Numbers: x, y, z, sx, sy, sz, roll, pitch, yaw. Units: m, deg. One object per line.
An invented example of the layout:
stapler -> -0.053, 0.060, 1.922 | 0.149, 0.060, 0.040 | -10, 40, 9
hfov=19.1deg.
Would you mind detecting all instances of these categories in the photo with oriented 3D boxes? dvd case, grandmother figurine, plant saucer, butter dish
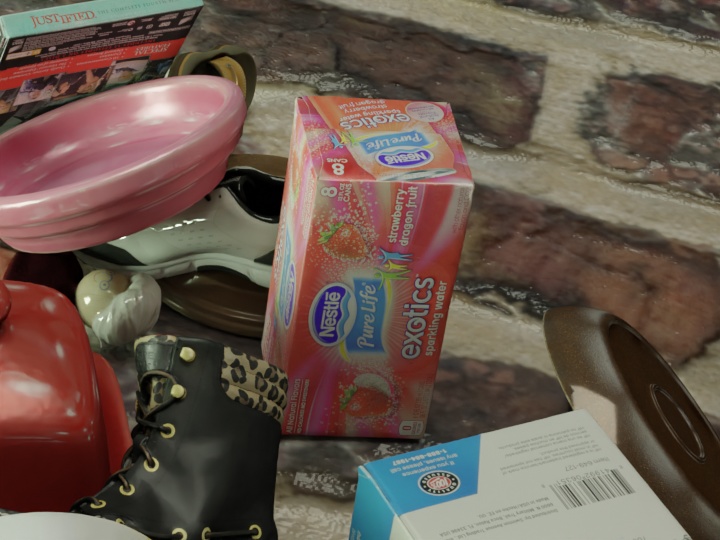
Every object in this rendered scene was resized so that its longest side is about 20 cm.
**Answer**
dvd case -> -0.202, -0.124, 1.467 | 0.145, 0.200, 0.022 | -14, 69, -29
grandmother figurine -> -0.227, 0.010, 1.387 | 0.199, 0.061, 0.122 | 10, 56, 3
plant saucer -> -0.065, -0.024, 1.500 | 0.199, 0.030, 0.201 | 8, 36, -6
plant saucer -> 0.180, 0.099, 1.283 | 0.200, 0.032, 0.201 | 47, 19, -21
plant saucer -> -0.165, -0.066, 1.381 | 0.199, 0.051, 0.201 | -15, 21, 6
butter dish -> -0.225, 0.068, 1.233 | 0.199, 0.149, 0.200 | -2, 37, -16

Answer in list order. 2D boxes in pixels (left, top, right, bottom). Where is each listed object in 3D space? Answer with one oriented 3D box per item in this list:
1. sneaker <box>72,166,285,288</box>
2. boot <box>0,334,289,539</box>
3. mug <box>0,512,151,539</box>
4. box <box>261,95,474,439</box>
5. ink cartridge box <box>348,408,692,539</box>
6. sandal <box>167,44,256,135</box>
sneaker -> -0.105, -0.039, 1.415 | 0.198, 0.080, 0.074 | 3, 47, 10
boot -> -0.122, 0.110, 1.171 | 0.199, 0.073, 0.152 | 17, 70, -28
mug -> -0.138, 0.223, 1.055 | 0.185, 0.150, 0.154 | -3, 45, -8
box -> 0.000, 0.000, 1.335 | 0.102, 0.201, 0.095 | 3, 36, -11
ink cartridge box -> 0.098, 0.202, 1.133 | 0.146, 0.145, 0.200 | -10, 40, -24
sandal -> -0.103, -0.120, 1.553 | 0.054, 0.081, 0.200 | 13, 19, 13
